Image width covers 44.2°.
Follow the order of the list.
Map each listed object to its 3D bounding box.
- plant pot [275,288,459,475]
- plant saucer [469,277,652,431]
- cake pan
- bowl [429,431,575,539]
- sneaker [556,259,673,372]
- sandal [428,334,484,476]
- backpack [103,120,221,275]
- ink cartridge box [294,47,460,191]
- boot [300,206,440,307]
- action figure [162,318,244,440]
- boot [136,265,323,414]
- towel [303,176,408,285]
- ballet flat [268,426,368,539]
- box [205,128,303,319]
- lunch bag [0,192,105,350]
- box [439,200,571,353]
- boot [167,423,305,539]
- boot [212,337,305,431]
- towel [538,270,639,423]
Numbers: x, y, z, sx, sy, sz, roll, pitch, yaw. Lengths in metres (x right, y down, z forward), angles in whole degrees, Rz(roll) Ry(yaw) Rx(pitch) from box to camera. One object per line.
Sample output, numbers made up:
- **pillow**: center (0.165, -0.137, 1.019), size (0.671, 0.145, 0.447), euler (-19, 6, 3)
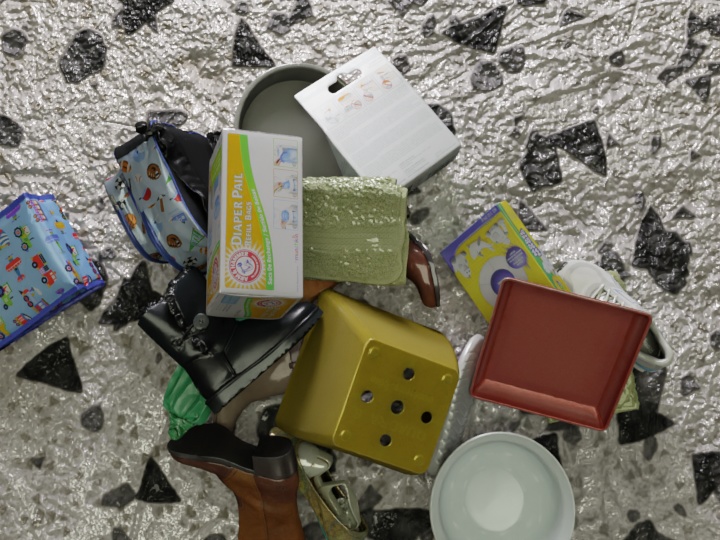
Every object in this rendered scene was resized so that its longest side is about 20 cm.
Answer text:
- **plant pot**: center (0.023, 0.158, 1.158), size (0.196, 0.176, 0.204), euler (21, 88, -16)
- **plant saucer**: center (0.261, 0.107, 1.185), size (0.195, 0.037, 0.203), euler (13, 123, 4)
- **cake pan**: center (-0.084, -0.190, 1.257), size (0.195, 0.037, 0.206), euler (2, 83, -16)
- **bowl**: center (0.188, 0.321, 1.219), size (0.196, 0.090, 0.207), euler (0, 86, -1)
- **sneaker**: center (0.351, 0.057, 1.202), size (0.199, 0.087, 0.075), euler (42, 91, 4)
- **sandal**: center (0.124, 0.184, 1.242), size (0.049, 0.082, 0.207), euler (16, 85, 29)
- **backpack**: center (-0.239, -0.088, 1.198), size (0.153, 0.199, 0.193), euler (-37, 79, 21)
- **ink cartridge box**: center (0.022, -0.200, 1.255), size (0.159, 0.047, 0.201), euler (-35, 77, -23)
- **boot**: center (0.000, 0.000, 1.251), size (0.197, 0.068, 0.192), euler (-26, 87, -1)
- **action figure**: center (-0.202, 0.132, 1.181), size (0.116, 0.055, 0.203), euler (26, 72, 10)
- **boot**: center (-0.167, 0.058, 1.139), size (0.199, 0.076, 0.169), euler (-39, 89, -16)
- **towel**: center (-0.031, -0.053, 1.190), size (0.195, 0.037, 0.152), euler (4, 112, 14)
- **ballet flat**: center (-0.053, 0.294, 1.229), size (0.070, 0.071, 0.202), euler (-31, 91, -2)
- **box**: center (-0.130, -0.053, 1.079), size (0.099, 0.112, 0.205), euler (4, 75, -18)
- **lunch bag**: center (-0.490, 0.010, 1.247), size (0.198, 0.094, 0.152), euler (-32, 89, 7)
- **box**: center (0.211, 0.021, 1.227), size (0.117, 0.048, 0.202), euler (-41, 81, 30)
- **boot**: center (-0.164, 0.311, 1.209), size (0.183, 0.069, 0.204), euler (1, 118, 8)
- **boot**: center (-0.123, 0.148, 1.242), size (0.142, 0.070, 0.205), euler (8, 87, -2)
- **towel**: center (0.314, 0.108, 1.261), size (0.145, 0.036, 0.205), euler (-6, 87, 0)
